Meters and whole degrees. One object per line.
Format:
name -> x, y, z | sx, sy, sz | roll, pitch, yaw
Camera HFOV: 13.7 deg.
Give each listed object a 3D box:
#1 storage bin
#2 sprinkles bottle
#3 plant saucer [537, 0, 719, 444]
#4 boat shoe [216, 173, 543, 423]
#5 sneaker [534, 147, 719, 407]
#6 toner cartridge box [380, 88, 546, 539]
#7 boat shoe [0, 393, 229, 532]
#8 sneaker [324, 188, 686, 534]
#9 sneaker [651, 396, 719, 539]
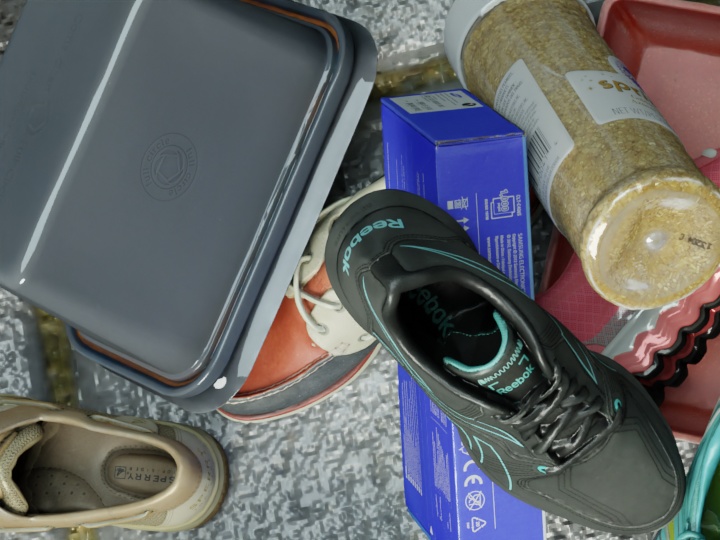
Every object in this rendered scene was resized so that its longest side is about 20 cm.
storage bin -> -0.110, -0.057, 1.396 | 0.145, 0.134, 0.200 | 23, 88, 46
sprinkles bottle -> 0.096, -0.062, 1.312 | 0.068, 0.068, 0.200 | -38, 36, 8
plant saucer -> 0.189, -0.014, 1.370 | 0.199, 0.037, 0.200 | 11, 84, 18
boat shoe -> 0.000, 0.000, 1.409 | 0.200, 0.063, 0.071 | -36, 76, 10
sneaker -> 0.142, -0.023, 1.328 | 0.087, 0.074, 0.200 | 43, 95, 19
toner cartridge box -> 0.046, 0.027, 1.333 | 0.043, 0.095, 0.200 | -7, 107, -12
boat shoe -> -0.166, 0.091, 1.442 | 0.200, 0.065, 0.071 | -2, 81, 16
sneaker -> 0.063, 0.051, 1.251 | 0.200, 0.079, 0.075 | 40, 95, -19
sneaker -> 0.156, 0.128, 1.318 | 0.077, 0.080, 0.200 | 19, 112, 15
